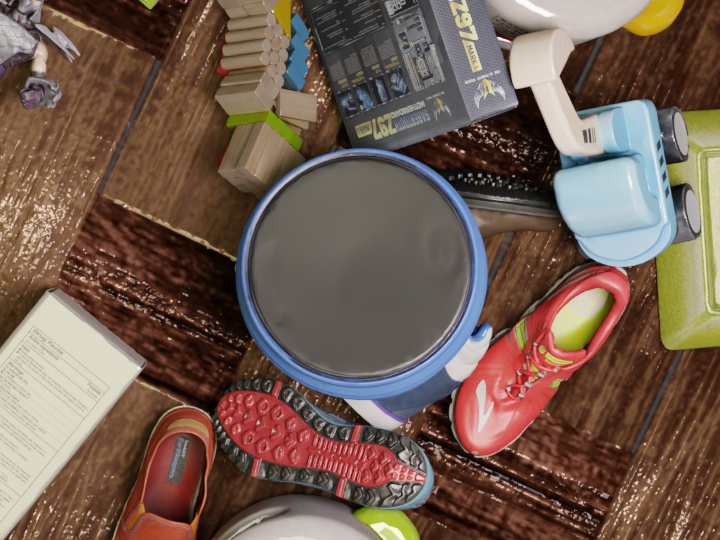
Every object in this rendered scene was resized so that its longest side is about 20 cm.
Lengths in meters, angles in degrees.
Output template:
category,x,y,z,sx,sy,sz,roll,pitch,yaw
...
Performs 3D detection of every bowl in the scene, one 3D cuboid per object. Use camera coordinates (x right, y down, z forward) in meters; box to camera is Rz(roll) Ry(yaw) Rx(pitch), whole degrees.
category,x,y,z,sx,sy,sz,roll,pitch,yaw
bowl,0.000,0.000,1.562,0.200,0.039,0.202,0,80,2

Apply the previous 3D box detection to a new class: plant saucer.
category,x,y,z,sx,sy,sz,roll,pitch,yaw
plant saucer,0.347,-0.038,1.660,0.199,0.048,0.201,-4,93,-3

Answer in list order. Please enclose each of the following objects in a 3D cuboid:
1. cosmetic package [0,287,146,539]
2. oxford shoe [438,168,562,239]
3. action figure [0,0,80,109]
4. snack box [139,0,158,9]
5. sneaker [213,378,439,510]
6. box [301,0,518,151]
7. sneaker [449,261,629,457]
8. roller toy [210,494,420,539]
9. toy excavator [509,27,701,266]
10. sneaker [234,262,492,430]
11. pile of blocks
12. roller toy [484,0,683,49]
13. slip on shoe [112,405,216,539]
category,x,y,z,sx,sy,sz,roll,pitch,yaw
cosmetic package,-0.276,0.122,1.625,0.105,0.071,0.200,41,91,-4
oxford shoe,0.072,-0.037,1.643,0.199,0.073,0.085,-1,111,-2
action figure,-0.312,-0.154,1.611,0.130,0.069,0.200,35,88,1
snack box,-0.200,-0.325,1.576,0.200,0.053,0.142,41,133,-5
sneaker,-0.029,0.154,1.635,0.199,0.096,0.080,22,81,22
box,0.033,-0.180,1.561,0.051,0.200,0.158,-20,92,-26
sneaker,0.146,0.070,1.636,0.077,0.085,0.200,39,90,-4
roller toy,-0.050,0.283,1.611,0.182,0.140,0.201,10,93,-3
toy excavator,0.185,-0.094,1.558,0.099,0.200,0.195,-9,94,25
sneaker,0.013,0.023,1.616,0.146,0.081,0.200,-41,103,15
pile of blocks,-0.084,-0.154,1.634,0.062,0.082,0.201,-2,82,40
roller toy,0.150,-0.266,1.569,0.182,0.140,0.201,-19,95,-14
slip on shoe,-0.164,0.211,1.641,0.074,0.061,0.201,15,94,-5
